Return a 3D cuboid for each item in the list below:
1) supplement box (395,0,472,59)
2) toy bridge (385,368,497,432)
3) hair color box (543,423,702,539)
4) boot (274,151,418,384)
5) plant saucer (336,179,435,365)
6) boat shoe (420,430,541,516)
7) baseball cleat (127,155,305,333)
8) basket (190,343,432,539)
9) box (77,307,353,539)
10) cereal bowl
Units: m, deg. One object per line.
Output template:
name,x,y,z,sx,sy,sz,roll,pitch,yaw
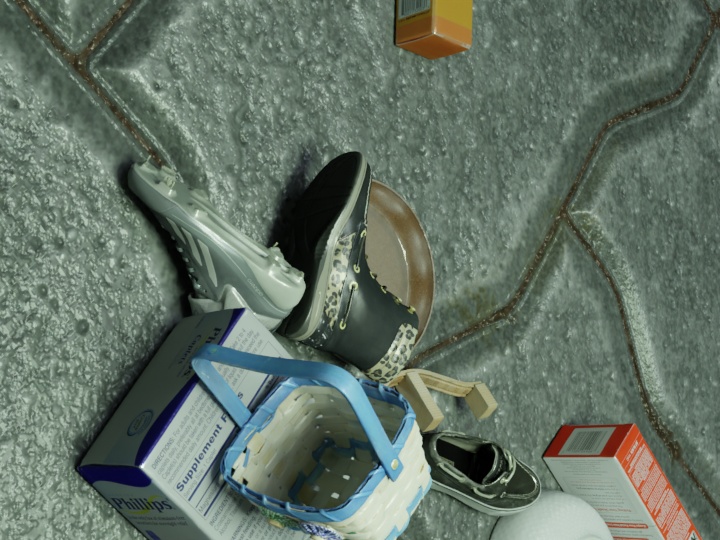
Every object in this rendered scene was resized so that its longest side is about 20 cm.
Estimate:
supplement box,0.085,-0.347,1.561,0.066,0.069,0.202,13,77,-42
toy bridge,0.063,0.138,1.475,0.199,0.027,0.067,-6,54,-43
hair color box,0.318,0.277,1.659,0.064,0.110,0.201,-48,117,-36
boot,-0.001,0.001,1.385,0.153,0.073,0.205,35,63,-39
plant saucer,0.000,0.004,1.450,0.199,0.032,0.202,8,79,-44
boat shoe,0.135,0.221,1.510,0.199,0.063,0.071,20,61,-35
baseball cleat,-0.150,-0.012,1.284,0.200,0.107,0.070,37,18,-4
basket,-0.037,0.141,1.152,0.139,0.176,0.201,-50,128,-31
box,-0.121,0.169,1.260,0.200,0.104,0.184,51,54,-27
cereal bowl,0.236,0.354,1.590,0.199,0.083,0.202,9,76,-42
